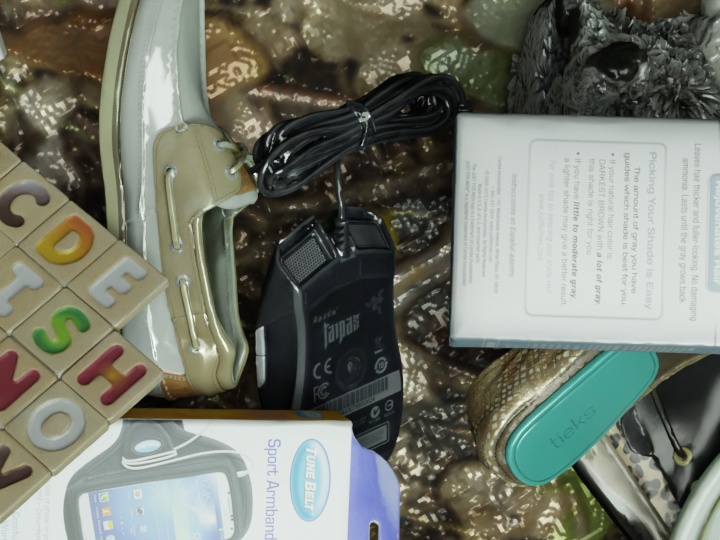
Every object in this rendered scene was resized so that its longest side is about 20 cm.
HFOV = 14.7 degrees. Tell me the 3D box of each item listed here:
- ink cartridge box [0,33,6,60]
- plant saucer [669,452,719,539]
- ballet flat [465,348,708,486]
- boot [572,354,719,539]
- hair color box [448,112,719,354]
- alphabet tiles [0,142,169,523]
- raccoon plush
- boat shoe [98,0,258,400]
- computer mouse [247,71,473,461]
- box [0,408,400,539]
[{"bbox_3d":[-0.253,-0.163,1.218,0.147,0.145,0.200,-19,97,-6],"label":"ink cartridge box"},{"bbox_3d":[0.221,0.148,1.283,0.200,0.050,0.201,-2,97,-17],"label":"plant saucer"},{"bbox_3d":[0.127,0.018,1.277,0.200,0.065,0.071,-35,127,-8],"label":"ballet flat"},{"bbox_3d":[0.194,0.089,1.332,0.151,0.073,0.200,-40,93,-2],"label":"boot"},{"bbox_3d":[0.139,-0.014,1.212,0.200,0.061,0.099,2,85,2],"label":"hair color box"},{"bbox_3d":[-0.189,0.021,1.230,0.167,0.008,0.200,-42,61,-19],"label":"alphabet tiles"},{"bbox_3d":[0.136,-0.054,1.323,0.134,0.097,0.200,10,123,-20],"label":"raccoon plush"},{"bbox_3d":[-0.079,-0.041,1.276,0.068,0.075,0.200,5,98,16],"label":"boat shoe"},{"bbox_3d":[0.000,0.000,1.307,0.140,0.046,0.200,-29,126,-36],"label":"computer mouse"},{"bbox_3d":[-0.083,0.122,1.247,0.200,0.041,0.119,2,95,-13],"label":"box"}]
